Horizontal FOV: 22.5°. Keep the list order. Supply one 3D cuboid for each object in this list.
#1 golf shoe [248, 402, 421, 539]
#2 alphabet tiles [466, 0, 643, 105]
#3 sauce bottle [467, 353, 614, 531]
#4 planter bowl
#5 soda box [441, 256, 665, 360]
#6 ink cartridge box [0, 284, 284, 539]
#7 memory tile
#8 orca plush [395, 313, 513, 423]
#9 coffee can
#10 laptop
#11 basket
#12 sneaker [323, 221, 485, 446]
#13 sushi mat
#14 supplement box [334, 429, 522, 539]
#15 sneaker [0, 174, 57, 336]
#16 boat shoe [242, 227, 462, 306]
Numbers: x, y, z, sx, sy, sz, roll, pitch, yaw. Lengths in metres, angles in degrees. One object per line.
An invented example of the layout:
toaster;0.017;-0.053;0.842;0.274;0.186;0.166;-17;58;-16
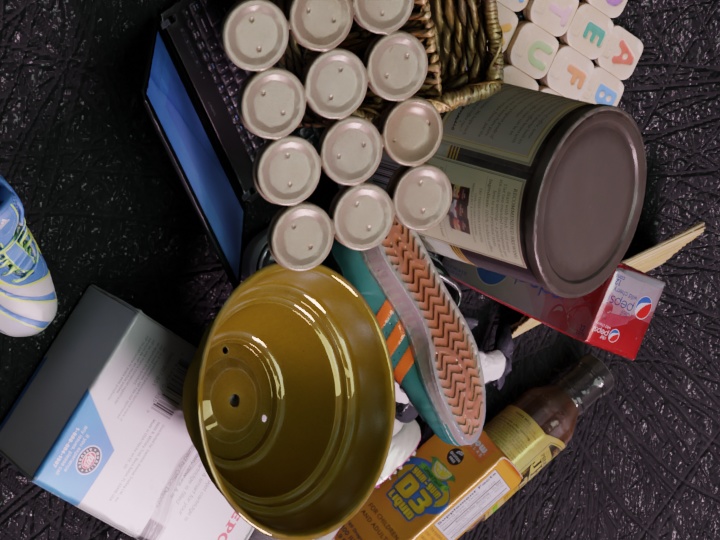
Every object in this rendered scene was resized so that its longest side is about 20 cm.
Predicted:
golf shoe;-0.040;0.169;1.508;0.200;0.075;0.092;-45;118;-23
alphabet tiles;0.162;-0.180;1.558;0.195;0.015;0.202;26;90;-40
sauce bottle;0.147;0.151;1.634;0.200;0.065;0.065;-39;125;-17
planter bowl;-0.070;0.095;1.334;0.199;0.083;0.203;4;84;-45
soda box;0.154;0.006;1.500;0.063;0.199;0.071;20;94;-38
ink cartridge box;-0.157;0.126;1.390;0.200;0.083;0.146;37;82;-38
memory tile;-0.014;-0.109;1.288;0.152;0.017;0.202;-20;111;-20
orca plush;0.058;0.062;1.533;0.199;0.071;0.106;-15;135;-47
coffee can;0.101;-0.076;1.414;0.146;0.199;0.148;-22;121;-43
laptop;-0.074;-0.122;1.349;0.199;0.103;0.178;-37;125;-20
basket;0.003;-0.206;1.315;0.142;0.148;0.202;-33;122;-51
sneaker;0.030;0.048;1.410;0.071;0.079;0.202;-36;105;-52
sushi mat;0.217;0.010;1.629;0.199;0.096;0.012;-24;79;-28
supplement box;0.040;0.212;1.544;0.200;0.067;0.069;-41;147;-4
sneaker;-0.261;-0.018;1.248;0.076;0.105;0.201;-44;126;-14
boat shoe;0.000;0.000;1.467;0.198;0.071;0.073;3;105;-36
